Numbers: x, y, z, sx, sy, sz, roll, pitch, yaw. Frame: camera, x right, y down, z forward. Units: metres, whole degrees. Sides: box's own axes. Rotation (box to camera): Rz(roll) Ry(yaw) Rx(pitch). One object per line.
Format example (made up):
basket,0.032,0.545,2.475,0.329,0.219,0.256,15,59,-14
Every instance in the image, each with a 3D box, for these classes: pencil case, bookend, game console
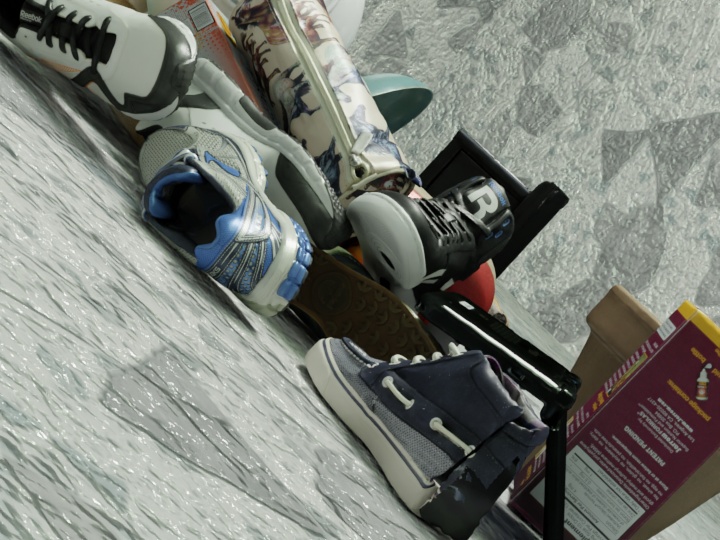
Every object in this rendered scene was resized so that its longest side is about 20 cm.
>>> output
pencil case,-0.029,-0.128,1.502,0.089,0.078,0.200,106,-40,-65
bookend,0.037,-0.058,1.736,0.199,0.200,0.092,44,5,12
game console,0.092,0.107,1.377,0.176,0.116,0.200,35,4,6

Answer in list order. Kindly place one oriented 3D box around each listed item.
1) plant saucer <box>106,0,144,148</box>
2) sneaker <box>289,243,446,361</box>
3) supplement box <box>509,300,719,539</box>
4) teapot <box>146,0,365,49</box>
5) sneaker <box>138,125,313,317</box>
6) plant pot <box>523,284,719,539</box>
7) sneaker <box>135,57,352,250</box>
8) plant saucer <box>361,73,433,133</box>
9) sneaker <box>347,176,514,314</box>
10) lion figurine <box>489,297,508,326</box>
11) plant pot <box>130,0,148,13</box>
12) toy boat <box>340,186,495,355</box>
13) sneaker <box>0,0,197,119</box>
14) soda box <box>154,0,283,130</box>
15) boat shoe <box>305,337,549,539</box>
plant saucer,-0.170,-0.143,1.575,0.200,0.035,0.200,57,7,-12
sneaker,0.001,0.032,1.436,0.200,0.067,0.090,41,9,21
supplement box,0.210,0.124,1.527,0.086,0.200,0.110,44,6,2
teapot,-0.078,-0.238,1.657,0.200,0.197,0.146,54,-20,-1
sneaker,-0.104,-0.051,1.314,0.085,0.077,0.200,28,10,-39
plant pot,0.228,0.140,1.681,0.200,0.175,0.200,41,5,-5
sneaker,-0.081,-0.066,1.415,0.200,0.080,0.074,42,-14,38
plant saucer,-0.033,-0.122,1.751,0.027,0.200,0.200,67,9,8
sneaker,0.055,-0.037,1.430,0.073,0.112,0.200,53,-8,12
lion figurine,0.078,0.000,1.837,0.122,0.072,0.200,32,33,-80
plant pot,-0.117,-0.186,1.846,0.174,0.200,0.200,59,-4,-31
toy boat,0.000,0.000,1.568,0.200,0.131,0.131,42,34,-3
sneaker,-0.192,-0.159,1.414,0.200,0.074,0.080,23,5,43
soda box,-0.098,-0.110,1.524,0.200,0.064,0.068,65,9,25
boat shoe,0.042,0.077,1.237,0.075,0.093,0.200,38,7,-39
